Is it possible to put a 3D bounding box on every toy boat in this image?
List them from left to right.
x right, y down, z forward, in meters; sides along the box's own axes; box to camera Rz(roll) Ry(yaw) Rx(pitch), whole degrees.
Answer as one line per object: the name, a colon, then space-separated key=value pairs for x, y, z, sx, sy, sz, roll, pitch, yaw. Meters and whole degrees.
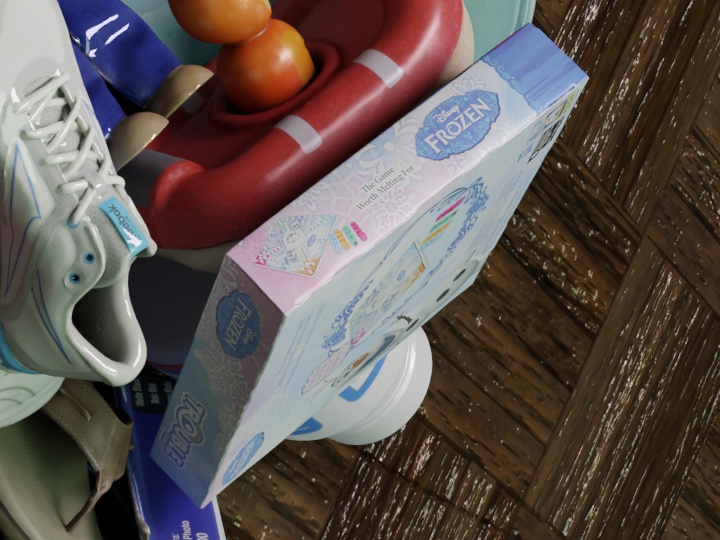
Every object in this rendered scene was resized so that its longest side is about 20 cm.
toy boat: x=-0.046 y=-0.100 z=1.305 sx=0.200 sy=0.130 sz=0.131 roll=-41 pitch=122 yaw=-22

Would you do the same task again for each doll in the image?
doll: x=-0.154 y=-0.138 z=1.218 sx=0.200 sy=0.048 sz=0.137 roll=47 pitch=46 yaw=-8

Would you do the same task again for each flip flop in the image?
flip flop: x=-0.137 y=0.066 z=1.308 sx=0.081 sy=0.057 sz=0.200 roll=42 pitch=30 yaw=-39

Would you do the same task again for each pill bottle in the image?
pill bottle: x=-0.044 y=0.024 z=1.462 sx=0.200 sy=0.112 sz=0.112 roll=37 pitch=74 yaw=-54

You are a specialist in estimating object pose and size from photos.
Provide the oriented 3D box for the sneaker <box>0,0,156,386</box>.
sneaker: x=-0.122 y=-0.038 z=1.145 sx=0.075 sy=0.087 sz=0.200 roll=-39 pitch=134 yaw=-39

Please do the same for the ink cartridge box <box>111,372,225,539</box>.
ink cartridge box: x=-0.086 y=0.146 z=1.406 sx=0.040 sy=0.200 sz=0.200 roll=-12 pitch=124 yaw=-4

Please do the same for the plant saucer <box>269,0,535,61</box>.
plant saucer: x=0.021 y=-0.143 z=1.444 sx=0.200 sy=0.027 sz=0.201 roll=-14 pitch=113 yaw=-35

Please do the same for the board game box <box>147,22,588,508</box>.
board game box: x=0.000 y=0.000 z=1.295 sx=0.199 sy=0.043 sz=0.200 roll=-39 pitch=167 yaw=-30

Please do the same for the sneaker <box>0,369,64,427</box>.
sneaker: x=-0.180 y=0.035 z=1.223 sx=0.200 sy=0.078 sz=0.099 roll=-50 pitch=172 yaw=-30

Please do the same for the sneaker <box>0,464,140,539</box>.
sneaker: x=-0.177 y=0.118 z=1.331 sx=0.200 sy=0.071 sz=0.083 roll=39 pitch=36 yaw=-48

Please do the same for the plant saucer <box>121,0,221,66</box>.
plant saucer: x=-0.085 y=-0.192 z=1.359 sx=0.200 sy=0.036 sz=0.200 roll=-44 pitch=145 yaw=-42
